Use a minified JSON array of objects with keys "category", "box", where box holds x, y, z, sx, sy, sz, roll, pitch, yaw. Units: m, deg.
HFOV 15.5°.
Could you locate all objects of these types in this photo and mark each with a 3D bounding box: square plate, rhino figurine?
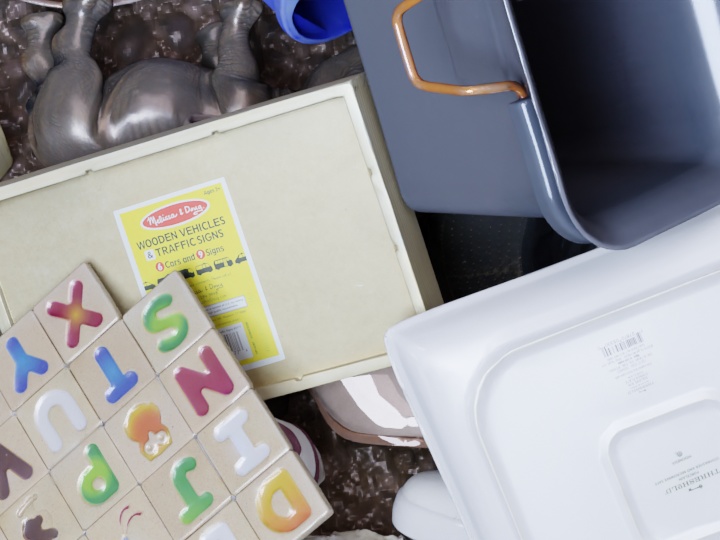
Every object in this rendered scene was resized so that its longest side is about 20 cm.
[{"category":"square plate","box":[0.134,0.082,1.104,0.199,0.028,0.199,-21,99,10]},{"category":"rhino figurine","box":[-0.065,-0.080,1.253,0.198,0.060,0.088,2,75,-2]}]

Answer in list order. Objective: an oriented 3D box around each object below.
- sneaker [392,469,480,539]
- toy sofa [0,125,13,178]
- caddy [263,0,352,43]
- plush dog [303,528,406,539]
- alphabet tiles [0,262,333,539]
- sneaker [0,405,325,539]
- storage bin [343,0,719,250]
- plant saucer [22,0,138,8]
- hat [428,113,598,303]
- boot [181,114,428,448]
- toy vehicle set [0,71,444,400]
[{"category":"sneaker","box":[0.112,0.085,1.161,0.198,0.073,0.085,1,100,10]},{"category":"toy sofa","box":[-0.269,-0.077,1.237,0.199,0.083,0.098,34,75,9]},{"category":"caddy","box":[0.016,-0.186,1.227,0.105,0.142,0.200,40,46,19]},{"category":"plush dog","box":[-0.006,0.189,1.144,0.198,0.161,0.173,-5,49,-3]},{"category":"alphabet tiles","box":[-0.106,0.103,1.138,0.166,0.006,0.201,-40,66,13]},{"category":"sneaker","box":[-0.107,0.125,1.190,0.199,0.090,0.075,-24,73,19]},{"category":"storage bin","box":[0.058,-0.108,1.089,0.145,0.134,0.201,-25,102,-36]},{"category":"plant saucer","box":[-0.135,-0.218,1.306,0.198,0.035,0.202,1,74,-2]},{"category":"hat","box":[0.133,-0.013,1.208,0.200,0.201,0.081,42,36,11]},{"category":"boot","box":[0.000,0.000,1.199,0.198,0.070,0.148,2,103,8]},{"category":"toy vehicle set","box":[-0.070,-0.001,1.170,0.199,0.027,0.125,-15,98,20]}]
